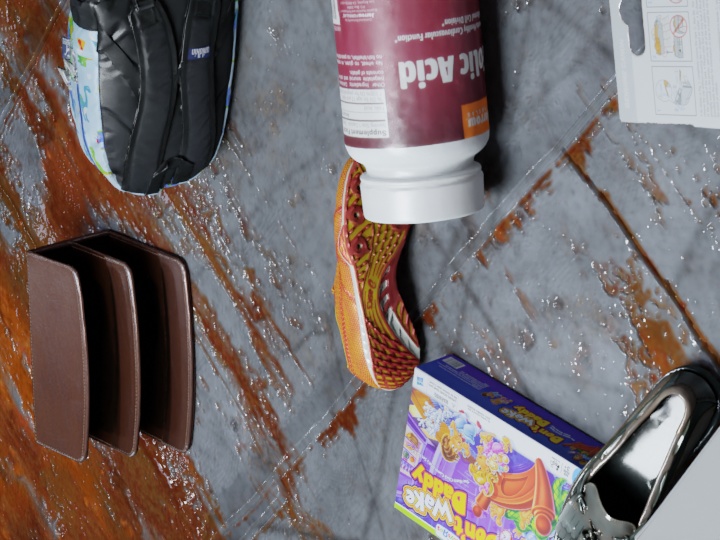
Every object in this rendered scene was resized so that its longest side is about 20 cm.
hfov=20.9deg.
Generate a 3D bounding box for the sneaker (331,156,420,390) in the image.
[{"bbox_3d":[0.000,0.000,1.616,0.077,0.072,0.202,16,111,55],"label":"sneaker"}]

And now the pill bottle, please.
[{"bbox_3d":[0.040,-0.143,1.489,0.114,0.114,0.202,7,108,47],"label":"pill bottle"}]

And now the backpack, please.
[{"bbox_3d":[-0.186,-0.168,1.720,0.153,0.162,0.202,23,126,52],"label":"backpack"}]

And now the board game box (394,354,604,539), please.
[{"bbox_3d":[0.118,0.172,1.555,0.199,0.045,0.136,30,123,39],"label":"board game box"}]

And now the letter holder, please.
[{"bbox_3d":[-0.239,0.081,1.889,0.141,0.100,0.202,18,116,42],"label":"letter holder"}]

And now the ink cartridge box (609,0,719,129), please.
[{"bbox_3d":[0.252,-0.177,1.297,0.199,0.057,0.164,11,111,55],"label":"ink cartridge box"}]

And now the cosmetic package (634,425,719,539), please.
[{"bbox_3d":[0.285,0.153,1.333,0.107,0.090,0.201,52,138,23],"label":"cosmetic package"}]

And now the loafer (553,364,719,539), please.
[{"bbox_3d":[0.189,0.155,1.410,0.072,0.063,0.201,35,108,19],"label":"loafer"}]
